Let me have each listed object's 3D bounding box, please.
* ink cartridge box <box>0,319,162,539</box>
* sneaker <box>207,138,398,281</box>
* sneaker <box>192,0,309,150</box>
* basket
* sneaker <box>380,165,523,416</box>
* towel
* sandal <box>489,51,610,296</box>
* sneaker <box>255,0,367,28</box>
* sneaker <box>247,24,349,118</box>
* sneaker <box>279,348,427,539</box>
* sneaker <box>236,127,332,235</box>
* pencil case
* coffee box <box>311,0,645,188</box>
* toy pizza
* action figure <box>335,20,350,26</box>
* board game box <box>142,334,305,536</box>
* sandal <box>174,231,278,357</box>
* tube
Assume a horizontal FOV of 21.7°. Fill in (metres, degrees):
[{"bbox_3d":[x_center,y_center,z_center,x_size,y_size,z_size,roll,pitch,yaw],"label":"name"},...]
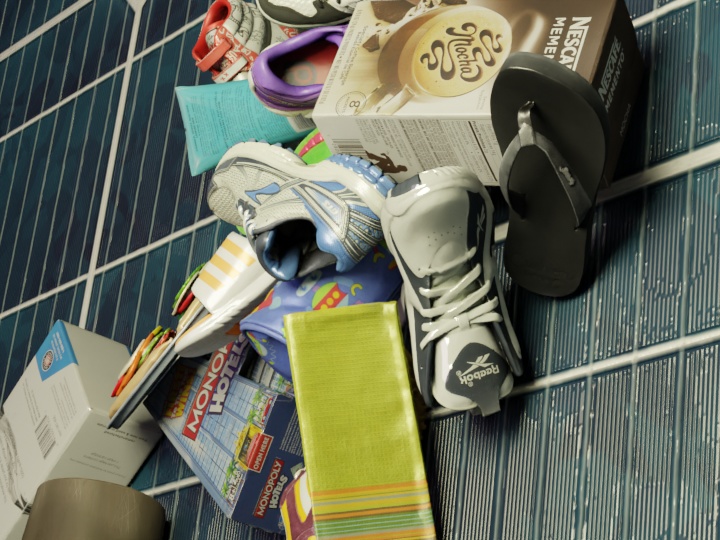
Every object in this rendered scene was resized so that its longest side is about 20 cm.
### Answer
[{"bbox_3d":[-0.281,0.171,1.725,0.200,0.084,0.145,-54,35,18],"label":"ink cartridge box"},{"bbox_3d":[-0.056,-0.038,1.334,0.200,0.077,0.085,5,55,52],"label":"sneaker"},{"bbox_3d":[-0.095,-0.147,1.627,0.067,0.108,0.202,-34,46,40],"label":"sneaker"},{"bbox_3d":[-0.233,0.284,1.555,0.180,0.136,0.200,-28,46,52],"label":"basket"},{"bbox_3d":[0.068,0.028,1.261,0.199,0.079,0.130,93,160,-57],"label":"sneaker"},{"bbox_3d":[0.002,0.123,1.298,0.018,0.086,0.201,137,125,-71],"label":"towel"},{"bbox_3d":[0.122,-0.053,1.216,0.076,0.200,0.043,10,46,21],"label":"sandal"},{"bbox_3d":[0.009,-0.235,1.438,0.199,0.088,0.076,-13,95,11],"label":"sneaker"},{"bbox_3d":[0.013,-0.158,1.429,0.083,0.199,0.081,72,-176,-88],"label":"sneaker"},{"bbox_3d":[-0.016,0.147,1.371,0.090,0.075,0.201,2,72,50],"label":"sneaker"},{"bbox_3d":[-0.036,-0.070,1.522,0.200,0.084,0.077,-15,72,49],"label":"sneaker"},{"bbox_3d":[0.000,0.000,1.376,0.200,0.087,0.078,-51,-15,-19],"label":"pencil case"},{"bbox_3d":[0.083,-0.124,1.293,0.200,0.080,0.113,2,54,27],"label":"coffee box"},{"bbox_3d":[-0.156,0.049,1.575,0.200,0.032,0.200,-51,2,2],"label":"toy pizza"},{"bbox_3d":[0.018,-0.242,1.531,0.119,0.102,0.201,-16,93,25],"label":"action figure"},{"bbox_3d":[-0.094,0.090,1.529,0.200,0.062,0.200,17,85,56],"label":"board game box"},{"bbox_3d":[-0.071,-0.012,1.454,0.207,0.059,0.079,-40,-10,-6],"label":"sandal"},{"bbox_3d":[-0.081,-0.130,1.556,0.200,0.050,0.078,-8,89,42],"label":"tube"}]
